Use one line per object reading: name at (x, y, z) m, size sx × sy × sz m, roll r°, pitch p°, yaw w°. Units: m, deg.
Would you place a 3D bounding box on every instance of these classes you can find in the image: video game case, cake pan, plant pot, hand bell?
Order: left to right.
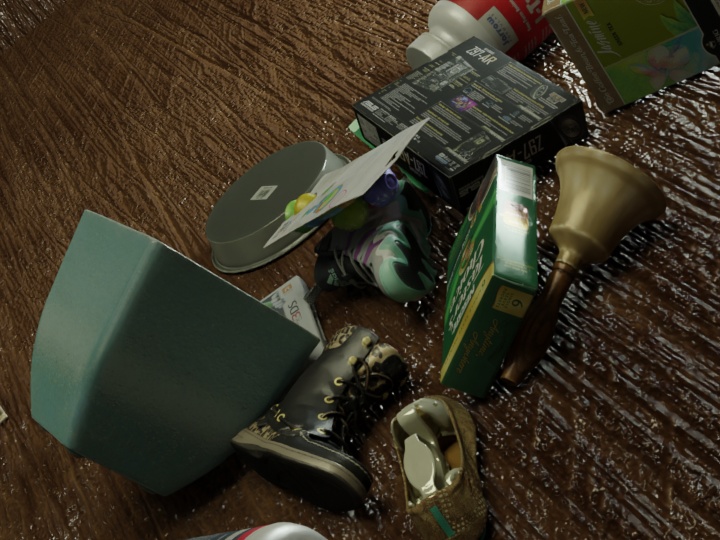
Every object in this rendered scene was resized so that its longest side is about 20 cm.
plant pot at (-0.197, 0.087, 1.431) m, size 0.201 × 0.195 × 0.196 m, roll -60°, pitch 30°, yaw -6°
video game case at (-0.125, 0.104, 1.546) m, size 0.200 × 0.023 × 0.182 m, roll -35°, pitch 26°, yaw 6°
cake pan at (-0.100, -0.079, 1.792) m, size 0.200 × 0.037 × 0.201 m, roll -29°, pitch 28°, yaw 17°
hand bell at (0.167, 0.008, 1.294) m, size 0.104 × 0.104 × 0.201 m, roll 6°, pitch 63°, yaw 55°

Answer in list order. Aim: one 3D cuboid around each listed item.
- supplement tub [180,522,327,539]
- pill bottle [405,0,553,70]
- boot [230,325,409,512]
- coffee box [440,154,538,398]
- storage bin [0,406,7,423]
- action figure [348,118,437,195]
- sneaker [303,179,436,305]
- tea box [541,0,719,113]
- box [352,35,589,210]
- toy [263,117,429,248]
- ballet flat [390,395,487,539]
supplement tub at (-0.111, 0.266, 1.136) m, size 0.199 × 0.141 × 0.141 m, roll -15°, pitch 34°, yaw 37°
pill bottle at (0.149, -0.280, 1.719) m, size 0.200 × 0.112 × 0.112 m, roll -44°, pitch 27°, yaw -11°
boot at (-0.017, 0.124, 1.327) m, size 0.151 × 0.073 × 0.200 m, roll -47°, pitch 19°, yaw -18°
coffee box at (0.111, 0.000, 1.324) m, size 0.200 × 0.044 × 0.123 m, roll -81°, pitch 12°, yaw -55°
storage bin at (-0.546, 0.179, 1.869) m, size 0.198 × 0.094 × 0.200 m, roll -42°, pitch 27°, yaw -10°
action figure at (0.072, -0.118, 1.607) m, size 0.117 × 0.055 × 0.200 m, roll -21°, pitch 32°, yaw -7°
sneaker at (0.000, 0.000, 1.509) m, size 0.139 × 0.078 × 0.200 m, roll -31°, pitch 18°, yaw 17°
tea box at (0.299, -0.291, 1.524) m, size 0.196 × 0.134 × 0.201 m, roll -24°, pitch 30°, yaw 27°
box at (0.107, -0.153, 1.558) m, size 0.160 × 0.044 × 0.200 m, roll -31°, pitch 38°, yaw -15°
toy at (-0.006, -0.071, 1.498) m, size 0.200 × 0.047 × 0.115 m, roll -19°, pitch 27°, yaw 55°
ballet flat at (0.057, 0.141, 1.212) m, size 0.070 × 0.065 × 0.200 m, roll -34°, pitch 26°, yaw 8°
